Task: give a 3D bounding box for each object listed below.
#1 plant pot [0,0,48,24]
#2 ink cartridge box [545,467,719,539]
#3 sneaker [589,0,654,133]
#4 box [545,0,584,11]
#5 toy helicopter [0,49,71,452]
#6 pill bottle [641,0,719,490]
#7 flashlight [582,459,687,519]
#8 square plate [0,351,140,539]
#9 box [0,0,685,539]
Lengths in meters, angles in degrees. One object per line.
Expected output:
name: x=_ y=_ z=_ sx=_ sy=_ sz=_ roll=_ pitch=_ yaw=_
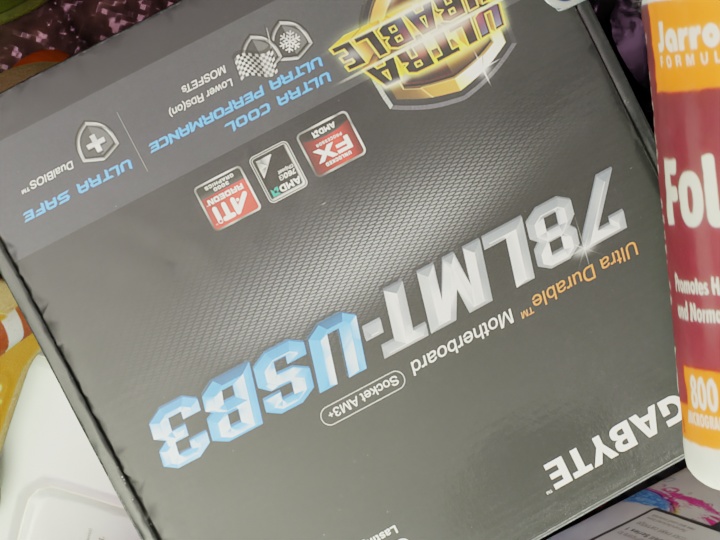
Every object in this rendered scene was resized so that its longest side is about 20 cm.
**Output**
plant pot: x=-0.184 y=-0.169 z=0.735 sx=0.200 sy=0.193 sz=0.201 roll=2 pitch=100 yaw=10
ink cartridge box: x=0.125 y=0.145 z=0.730 sx=0.200 sy=0.084 sz=0.145 roll=-24 pitch=114 yaw=-23
sneaker: x=0.135 y=-0.040 z=0.754 sx=0.071 sy=0.098 sz=0.200 roll=-40 pitch=93 yaw=12
box: x=0.083 y=-0.159 z=0.701 sx=0.032 sy=0.200 sz=0.121 roll=-21 pitch=97 yaw=46
toy helicopter: x=-0.133 y=0.023 z=0.773 sx=0.079 sy=0.132 sz=0.200 roll=30 pitch=113 yaw=26
pill bottle: x=0.140 y=-0.042 z=0.638 sx=0.114 sy=0.114 sz=0.200 roll=-5 pitch=95 yaw=10
flashlight: x=0.042 y=0.023 z=0.795 sx=0.200 sy=0.068 sz=0.068 roll=38 pitch=103 yaw=1
square plate: x=-0.102 y=0.111 z=0.854 sx=0.198 sy=0.028 sz=0.200 roll=16 pitch=102 yaw=6
box: x=0.000 y=0.000 z=0.698 sx=0.200 sy=0.050 sz=0.199 roll=-27 pitch=94 yaw=-7
